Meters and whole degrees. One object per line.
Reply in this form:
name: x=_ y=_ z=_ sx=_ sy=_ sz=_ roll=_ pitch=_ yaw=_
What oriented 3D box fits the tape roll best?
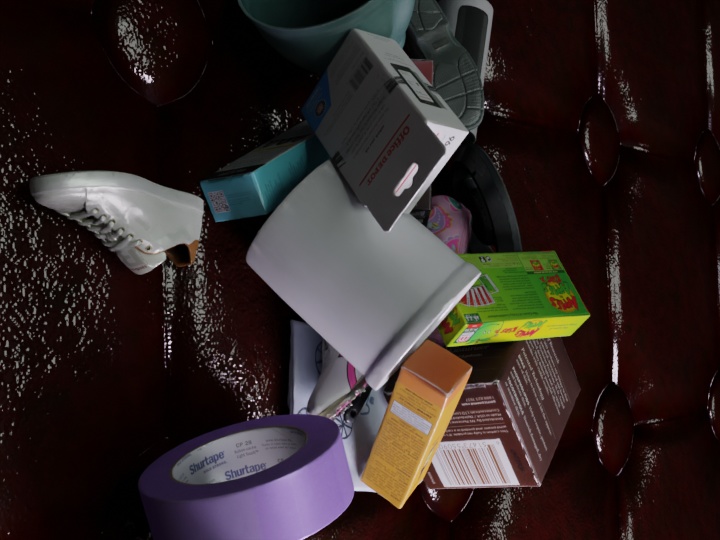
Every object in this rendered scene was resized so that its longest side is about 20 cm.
tape roll: x=-0.109 y=0.206 z=1.051 sx=0.200 sy=0.200 sz=0.066 roll=-25 pitch=106 yaw=-49

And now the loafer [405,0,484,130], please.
loafer: x=0.104 y=-0.268 z=1.424 sx=0.072 sy=0.063 sz=0.201 roll=-20 pitch=82 yaw=-14

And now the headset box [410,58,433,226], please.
headset box: x=0.049 y=-0.158 z=1.326 sx=0.149 sy=0.075 sz=0.201 roll=81 pitch=10 yaw=-83

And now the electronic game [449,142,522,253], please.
electronic game: x=0.168 y=-0.073 z=1.452 sx=0.041 sy=0.200 sz=0.201 roll=-18 pitch=104 yaw=-9

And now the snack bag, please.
snack bag: x=-0.024 y=0.168 z=1.298 sx=0.188 sy=0.021 sz=0.201 roll=14 pitch=73 yaw=-51

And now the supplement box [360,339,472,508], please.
supplement box: x=0.061 y=0.178 z=1.247 sx=0.067 sy=0.069 sz=0.200 roll=-41 pitch=154 yaw=-48

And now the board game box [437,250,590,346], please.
board game box: x=0.172 y=0.031 z=1.316 sx=0.199 sy=0.048 sz=0.102 roll=-2 pitch=55 yaw=-34

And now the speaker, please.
speaker: x=0.131 y=-0.271 z=1.489 sx=0.081 sy=0.081 sz=0.201 roll=27 pitch=66 yaw=-46

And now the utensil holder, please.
utensil holder: x=0.000 y=0.000 z=1.172 sx=0.200 sy=0.170 sz=0.170 roll=42 pitch=46 yaw=6

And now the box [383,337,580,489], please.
box: x=0.160 y=0.154 z=1.399 sx=0.165 sy=0.165 sz=0.200 roll=64 pitch=36 yaw=-23

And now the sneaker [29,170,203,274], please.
sneaker: x=-0.224 y=-0.043 z=1.035 sx=0.200 sy=0.073 sz=0.085 roll=12 pitch=75 yaw=-51

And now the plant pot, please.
plant pot: x=-0.022 y=-0.298 z=1.231 sx=0.134 sy=0.200 sz=0.201 roll=59 pitch=43 yaw=-51

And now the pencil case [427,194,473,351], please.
pencil case: x=0.102 y=0.000 z=1.388 sx=0.087 sy=0.087 sz=0.200 roll=47 pitch=36 yaw=-37

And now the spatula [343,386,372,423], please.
spatula: x=0.020 y=0.106 z=1.326 sx=0.057 sy=0.020 sz=0.200 roll=55 pitch=42 yaw=-29

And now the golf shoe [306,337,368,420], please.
golf shoe: x=-0.018 y=0.090 z=1.258 sx=0.092 sy=0.073 sz=0.200 roll=38 pitch=51 yaw=-6

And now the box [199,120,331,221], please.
box: x=-0.080 y=-0.119 z=1.213 sx=0.200 sy=0.082 sz=0.049 roll=-39 pitch=115 yaw=-45

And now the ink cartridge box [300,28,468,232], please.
ink cartridge box: x=0.031 y=-0.141 z=1.123 sx=0.068 sy=0.116 sz=0.200 roll=6 pitch=41 yaw=-43
